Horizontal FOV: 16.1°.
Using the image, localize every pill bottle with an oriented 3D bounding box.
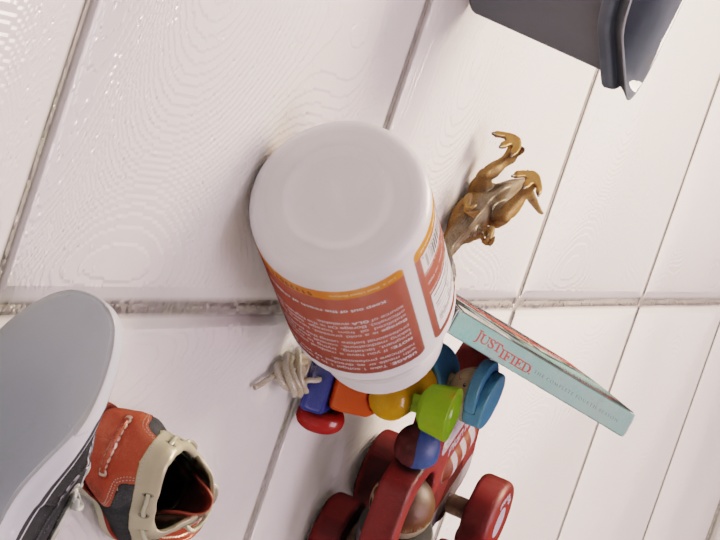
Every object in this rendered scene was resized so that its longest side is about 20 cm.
[{"bbox_3d":[0.000,0.000,1.591,0.113,0.112,0.200,-62,161,-20],"label":"pill bottle"}]

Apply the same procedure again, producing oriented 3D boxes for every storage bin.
[{"bbox_3d":[0.164,-0.237,1.776,0.201,0.134,0.146,-61,161,-21],"label":"storage bin"}]

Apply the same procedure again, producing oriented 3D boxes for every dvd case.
[{"bbox_3d":[0.104,0.053,1.778,0.022,0.146,0.200,-59,-167,2],"label":"dvd case"}]

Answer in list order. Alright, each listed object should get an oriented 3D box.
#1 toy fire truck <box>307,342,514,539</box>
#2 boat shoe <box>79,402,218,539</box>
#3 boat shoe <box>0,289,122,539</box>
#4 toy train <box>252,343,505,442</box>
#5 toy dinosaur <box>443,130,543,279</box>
[{"bbox_3d":[0.043,0.154,1.874,0.200,0.112,0.169,-50,157,-48],"label":"toy fire truck"},{"bbox_3d":[-0.115,0.124,1.472,0.200,0.062,0.071,62,49,-69],"label":"boat shoe"},{"bbox_3d":[-0.170,0.106,1.268,0.200,0.073,0.068,-67,158,-5],"label":"boat shoe"},{"bbox_3d":[0.016,0.083,1.722,0.200,0.115,0.085,-23,131,-66],"label":"toy train"},{"bbox_3d":[0.102,-0.056,1.949,0.200,0.060,0.106,-38,169,-49],"label":"toy dinosaur"}]
